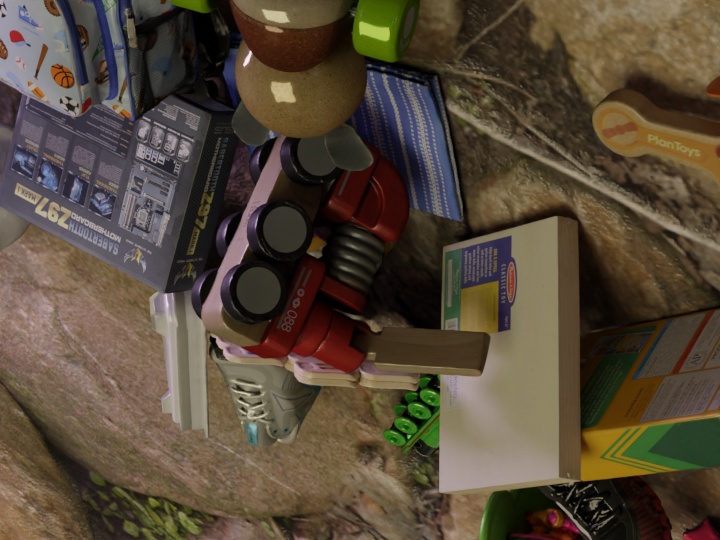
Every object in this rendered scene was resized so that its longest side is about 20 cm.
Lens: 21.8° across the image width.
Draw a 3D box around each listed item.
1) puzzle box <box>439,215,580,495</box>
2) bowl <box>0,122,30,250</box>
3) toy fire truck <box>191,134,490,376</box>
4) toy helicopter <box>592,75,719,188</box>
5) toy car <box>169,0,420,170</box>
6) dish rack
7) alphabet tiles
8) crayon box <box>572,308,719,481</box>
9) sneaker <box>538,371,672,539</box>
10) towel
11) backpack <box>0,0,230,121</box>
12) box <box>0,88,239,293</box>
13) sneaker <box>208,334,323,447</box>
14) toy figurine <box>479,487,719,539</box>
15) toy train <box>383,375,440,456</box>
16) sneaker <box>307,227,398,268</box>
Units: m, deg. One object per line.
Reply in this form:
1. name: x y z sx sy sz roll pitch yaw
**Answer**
1. puzzle box: 0.114 0.067 1.431 0.025 0.201 0.133 12 163 -37
2. bowl: -0.384 -0.059 1.715 0.200 0.091 0.201 0 154 0
3. toy fire truck: 0.000 0.000 1.426 0.200 0.177 0.129 28 165 -19
4. toy helicopter: 0.242 -0.084 1.229 0.200 0.079 0.133 20 141 30
5. toy car: -0.034 -0.156 1.307 0.164 0.158 0.200 17 137 13
6. dish rack: -0.163 0.036 1.652 0.043 0.172 0.200 -7 142 -8
7. alphabet tiles: -0.022 0.066 1.539 0.200 0.195 0.015 -142 55 -72
8. crayon box: 0.228 0.091 1.394 0.200 0.126 0.052 -14 121 49
9. sneaker: 0.174 0.163 1.476 0.071 0.098 0.201 -42 59 27
10. towel: -0.018 -0.111 1.471 0.199 0.024 0.145 15 140 29
11. backpack: -0.214 -0.222 1.414 0.200 0.154 0.191 24 128 28
12. box: -0.201 -0.091 1.548 0.200 0.051 0.158 26 108 29
13. sneaker: -0.085 0.110 1.657 0.075 0.087 0.200 13 168 23
14. toy figurine: 0.215 0.240 1.566 0.183 0.151 0.200 2 164 23
15. toy train: 0.077 0.111 1.628 0.056 0.042 0.200 29 146 -5
16. sneaker: -0.058 0.000 1.574 0.075 0.090 0.200 48 144 -15
